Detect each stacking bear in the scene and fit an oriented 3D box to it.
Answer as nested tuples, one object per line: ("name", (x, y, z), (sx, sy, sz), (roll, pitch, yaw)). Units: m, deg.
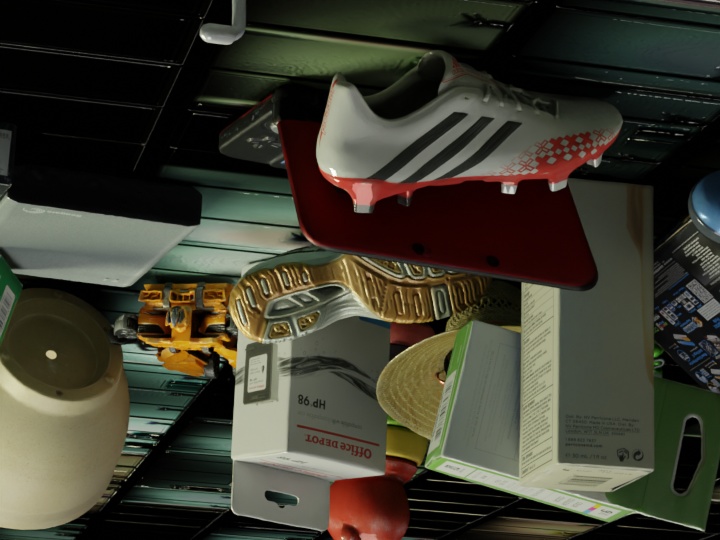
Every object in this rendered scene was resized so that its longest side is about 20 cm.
("stacking bear", (0.007, 0.147, 1.987), (0.113, 0.201, 0.121), (-6, 163, 31))

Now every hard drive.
("hard drive", (-0.209, -0.032, 1.670), (0.139, 0.033, 0.200), (8, 164, -18))

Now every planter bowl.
("planter bowl", (-0.278, 0.100, 1.933), (0.200, 0.201, 0.135), (10, 137, -27))

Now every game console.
("game console", (0.025, -0.038, 1.430), (0.199, 0.119, 0.172), (10, 164, -23))

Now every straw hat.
("straw hat", (0.104, 0.057, 1.765), (0.200, 0.085, 0.201), (-1, 148, -1))

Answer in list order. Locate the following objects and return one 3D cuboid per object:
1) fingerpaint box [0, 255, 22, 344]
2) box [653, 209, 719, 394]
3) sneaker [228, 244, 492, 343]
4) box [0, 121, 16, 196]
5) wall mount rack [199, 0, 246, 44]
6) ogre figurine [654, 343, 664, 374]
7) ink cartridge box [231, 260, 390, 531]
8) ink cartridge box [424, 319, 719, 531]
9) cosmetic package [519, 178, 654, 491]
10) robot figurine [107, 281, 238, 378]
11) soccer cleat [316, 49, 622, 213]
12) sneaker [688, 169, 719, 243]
("fingerpaint box", (-0.366, 0.069, 1.684), (0.166, 0.201, 0.073), (14, 161, 12))
("box", (0.282, 0.044, 1.577), (0.198, 0.050, 0.200), (41, 160, 2))
("sneaker", (0.000, 0.000, 1.717), (0.199, 0.076, 0.088), (-7, -166, 3))
("box", (-0.334, -0.065, 1.536), (0.158, 0.046, 0.200), (9, 165, -22))
("wall mount rack", (-0.090, -0.163, 1.053), (0.173, 0.075, 0.200), (14, 161, -37))
("ogre figurine", (0.178, 0.073, 1.894), (0.119, 0.099, 0.200), (-9, -162, -5))
("ink cartridge box", (-0.038, 0.099, 1.809), (0.067, 0.201, 0.116), (-12, 160, 42))
("ink cartridge box", (0.156, 0.116, 1.636), (0.199, 0.104, 0.059), (16, 164, -6))
("cosmetic package", (0.156, 0.046, 1.569), (0.071, 0.201, 0.105), (5, 167, -10))
("robot figurine", (-0.130, 0.052, 1.929), (0.144, 0.058, 0.200), (-1, 166, 12))
("soccer cleat", (0.067, -0.090, 1.332), (0.199, 0.085, 0.069), (-10, -152, -21))
("sneaker", (0.312, -0.052, 1.455), (0.199, 0.066, 0.079), (3, 153, -1))
